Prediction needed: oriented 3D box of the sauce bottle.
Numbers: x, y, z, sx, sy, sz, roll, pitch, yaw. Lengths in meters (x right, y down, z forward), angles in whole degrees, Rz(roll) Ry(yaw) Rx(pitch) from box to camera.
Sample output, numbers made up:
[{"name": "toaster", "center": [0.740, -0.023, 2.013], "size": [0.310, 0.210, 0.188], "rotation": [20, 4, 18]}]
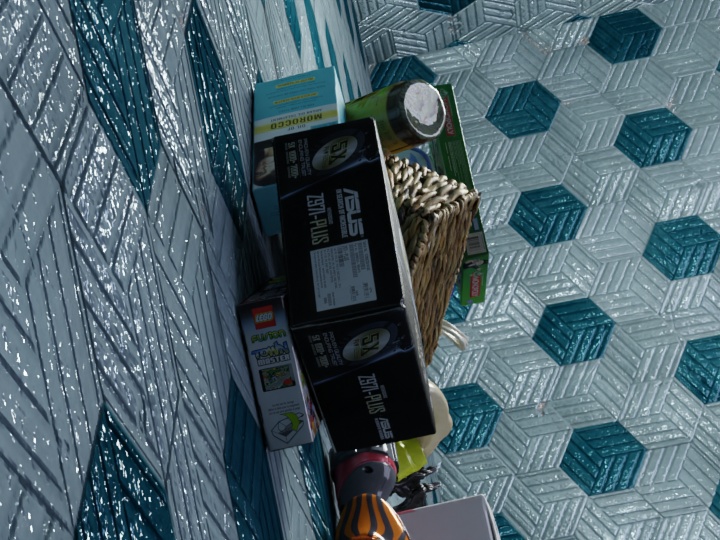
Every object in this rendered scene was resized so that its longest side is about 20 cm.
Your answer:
[{"name": "sauce bottle", "center": [-0.005, -0.134, 1.520], "size": [0.064, 0.199, 0.065], "rotation": [11, 73, -41]}]

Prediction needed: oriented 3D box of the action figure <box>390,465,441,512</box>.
[{"name": "action figure", "center": [0.092, 0.327, 1.738], "size": [0.119, 0.101, 0.201], "rotation": [-138, -146, -77]}]

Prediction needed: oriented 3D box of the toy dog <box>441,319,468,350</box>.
[{"name": "toy dog", "center": [0.016, 0.064, 1.751], "size": [0.200, 0.097, 0.132], "rotation": [40, -13, -36]}]

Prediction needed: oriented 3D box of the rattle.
[{"name": "rattle", "center": [0.002, 0.127, 1.652], "size": [0.200, 0.130, 0.143], "rotation": [36, 24, -44]}]

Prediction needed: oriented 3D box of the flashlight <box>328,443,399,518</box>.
[{"name": "flashlight", "center": [0.012, 0.240, 1.428], "size": [0.201, 0.067, 0.068], "rotation": [-100, -173, -46]}]

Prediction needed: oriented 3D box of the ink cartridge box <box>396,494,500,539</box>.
[{"name": "ink cartridge box", "center": [0.070, 0.286, 1.576], "size": [0.200, 0.145, 0.085], "rotation": [65, 13, -75]}]

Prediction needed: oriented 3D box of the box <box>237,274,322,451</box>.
[{"name": "box", "center": [-0.056, 0.065, 1.211], "size": [0.200, 0.034, 0.111], "rotation": [-62, 141, -83]}]

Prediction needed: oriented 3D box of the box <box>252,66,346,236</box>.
[{"name": "box", "center": [-0.053, -0.111, 1.402], "size": [0.200, 0.082, 0.049], "rotation": [-96, 172, -56]}]

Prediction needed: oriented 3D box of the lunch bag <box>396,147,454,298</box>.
[{"name": "lunch bag", "center": [0.018, -0.037, 1.631], "size": [0.201, 0.160, 0.083], "rotation": [-98, 175, -45]}]

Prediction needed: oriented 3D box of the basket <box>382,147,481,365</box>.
[{"name": "basket", "center": [0.000, 0.000, 1.434], "size": [0.143, 0.148, 0.201], "rotation": [-33, 144, -56]}]

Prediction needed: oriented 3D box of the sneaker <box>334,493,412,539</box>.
[{"name": "sneaker", "center": [0.009, 0.253, 1.302], "size": [0.112, 0.077, 0.201], "rotation": [76, 5, -47]}]

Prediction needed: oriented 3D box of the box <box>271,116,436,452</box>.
[{"name": "box", "center": [-0.005, 0.011, 1.216], "size": [0.164, 0.086, 0.201], "rotation": [75, 5, -48]}]

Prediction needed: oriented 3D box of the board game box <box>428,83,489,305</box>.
[{"name": "board game box", "center": [0.103, -0.080, 1.661], "size": [0.135, 0.029, 0.201], "rotation": [81, -1, -68]}]
